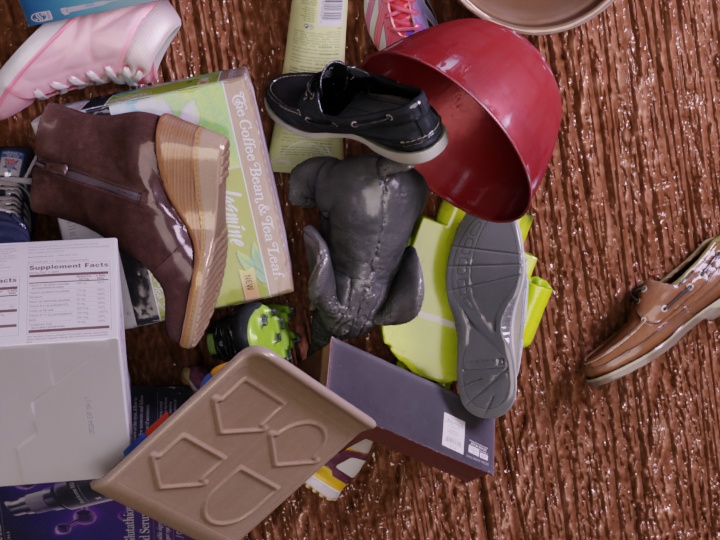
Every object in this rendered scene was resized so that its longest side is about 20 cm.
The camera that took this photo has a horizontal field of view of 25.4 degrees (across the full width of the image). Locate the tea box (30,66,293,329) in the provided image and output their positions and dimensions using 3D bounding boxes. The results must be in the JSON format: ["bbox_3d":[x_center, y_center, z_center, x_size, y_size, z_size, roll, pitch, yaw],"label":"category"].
[{"bbox_3d":[-0.175,-0.067,1.456,0.196,0.134,0.200,-13,102,-2],"label":"tea box"}]

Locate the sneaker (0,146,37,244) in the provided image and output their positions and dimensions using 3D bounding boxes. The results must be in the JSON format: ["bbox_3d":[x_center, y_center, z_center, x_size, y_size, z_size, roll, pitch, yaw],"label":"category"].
[{"bbox_3d":[-0.318,-0.058,1.414,0.070,0.200,0.109,7,92,-10],"label":"sneaker"}]

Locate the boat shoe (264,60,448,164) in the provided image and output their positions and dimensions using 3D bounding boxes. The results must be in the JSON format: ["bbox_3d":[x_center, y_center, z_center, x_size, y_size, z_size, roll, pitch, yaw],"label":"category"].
[{"bbox_3d":[-0.013,-0.152,1.401,0.074,0.199,0.066,-43,137,-23],"label":"boat shoe"}]

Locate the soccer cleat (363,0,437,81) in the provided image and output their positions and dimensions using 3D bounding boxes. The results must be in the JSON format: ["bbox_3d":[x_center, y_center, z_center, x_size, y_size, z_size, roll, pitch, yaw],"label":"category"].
[{"bbox_3d":[0.033,-0.272,1.471,0.067,0.076,0.201,-12,101,-4],"label":"soccer cleat"}]

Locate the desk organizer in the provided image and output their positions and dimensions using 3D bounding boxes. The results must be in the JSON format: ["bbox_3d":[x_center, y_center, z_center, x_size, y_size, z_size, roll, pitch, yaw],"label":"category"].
[{"bbox_3d":[0.028,0.142,1.508,0.200,0.072,0.077,26,141,-28],"label":"desk organizer"}]

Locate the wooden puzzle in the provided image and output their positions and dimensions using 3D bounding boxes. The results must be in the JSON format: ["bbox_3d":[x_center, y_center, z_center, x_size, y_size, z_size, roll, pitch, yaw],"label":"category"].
[{"bbox_3d":[-0.111,0.150,1.386,0.200,0.046,0.185,-39,139,11],"label":"wooden puzzle"}]

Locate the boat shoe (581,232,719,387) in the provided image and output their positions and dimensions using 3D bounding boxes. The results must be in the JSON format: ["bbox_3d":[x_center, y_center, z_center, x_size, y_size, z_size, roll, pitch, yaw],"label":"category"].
[{"bbox_3d":[0.292,0.037,1.565,0.200,0.072,0.068,-34,98,-9],"label":"boat shoe"}]

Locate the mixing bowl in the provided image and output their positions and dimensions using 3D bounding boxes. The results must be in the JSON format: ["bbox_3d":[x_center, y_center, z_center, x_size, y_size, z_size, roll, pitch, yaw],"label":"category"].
[{"bbox_3d":[0.106,-0.152,1.434,0.200,0.200,0.108,47,70,-12],"label":"mixing bowl"}]

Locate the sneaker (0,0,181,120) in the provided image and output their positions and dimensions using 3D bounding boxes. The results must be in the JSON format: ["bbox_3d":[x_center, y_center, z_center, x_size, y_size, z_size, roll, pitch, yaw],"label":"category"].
[{"bbox_3d":[-0.249,-0.187,1.456,0.200,0.075,0.105,-44,97,-1],"label":"sneaker"}]

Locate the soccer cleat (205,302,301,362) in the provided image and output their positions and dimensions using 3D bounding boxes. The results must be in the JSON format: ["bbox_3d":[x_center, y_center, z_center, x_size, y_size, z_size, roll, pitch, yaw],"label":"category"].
[{"bbox_3d":[-0.104,0.064,1.458,0.081,0.200,0.068,-11,90,4],"label":"soccer cleat"}]

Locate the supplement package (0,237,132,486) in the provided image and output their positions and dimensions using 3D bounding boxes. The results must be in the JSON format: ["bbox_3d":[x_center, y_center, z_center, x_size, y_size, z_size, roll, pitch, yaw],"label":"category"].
[{"bbox_3d":[-0.275,0.080,1.344,0.155,0.111,0.200,-3,140,-7],"label":"supplement package"}]

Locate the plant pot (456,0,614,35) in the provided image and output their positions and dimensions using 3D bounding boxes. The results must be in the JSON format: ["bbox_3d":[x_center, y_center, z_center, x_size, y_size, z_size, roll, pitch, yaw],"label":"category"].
[{"bbox_3d":[0.155,-0.320,1.467,0.200,0.093,0.201,-1,101,-5],"label":"plant pot"}]

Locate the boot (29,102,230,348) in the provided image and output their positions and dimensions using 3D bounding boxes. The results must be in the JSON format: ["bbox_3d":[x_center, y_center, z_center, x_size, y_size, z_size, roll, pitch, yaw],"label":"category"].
[{"bbox_3d":[-0.200,-0.040,1.370,0.166,0.072,0.201,8,104,8],"label":"boot"}]

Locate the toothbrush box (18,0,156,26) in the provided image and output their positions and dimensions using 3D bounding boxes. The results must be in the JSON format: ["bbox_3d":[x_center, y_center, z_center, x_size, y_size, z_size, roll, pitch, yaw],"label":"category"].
[{"bbox_3d":[-0.212,-0.314,1.400,0.199,0.085,0.147,-11,65,-4],"label":"toothbrush box"}]

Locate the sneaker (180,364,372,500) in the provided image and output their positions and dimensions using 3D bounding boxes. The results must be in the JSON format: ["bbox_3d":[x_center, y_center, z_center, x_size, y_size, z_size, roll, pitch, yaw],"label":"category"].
[{"bbox_3d":[-0.079,0.134,1.544,0.200,0.075,0.090,38,85,-16],"label":"sneaker"}]

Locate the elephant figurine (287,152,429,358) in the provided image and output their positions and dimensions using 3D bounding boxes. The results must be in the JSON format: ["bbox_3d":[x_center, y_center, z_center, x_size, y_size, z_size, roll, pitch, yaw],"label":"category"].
[{"bbox_3d":[0.000,0.000,1.462,0.141,0.155,0.201,3,82,23],"label":"elephant figurine"}]

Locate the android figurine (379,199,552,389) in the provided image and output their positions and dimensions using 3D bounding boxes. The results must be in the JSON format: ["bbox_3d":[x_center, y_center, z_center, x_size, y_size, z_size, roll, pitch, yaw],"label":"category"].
[{"bbox_3d":[0.092,0.024,1.551,0.182,0.041,0.200,18,98,-9],"label":"android figurine"}]

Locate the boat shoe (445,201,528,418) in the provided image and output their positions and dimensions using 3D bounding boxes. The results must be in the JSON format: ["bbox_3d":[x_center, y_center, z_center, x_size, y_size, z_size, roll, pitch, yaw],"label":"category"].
[{"bbox_3d":[0.123,0.036,1.512,0.074,0.065,0.203,-2,93,13],"label":"boat shoe"}]

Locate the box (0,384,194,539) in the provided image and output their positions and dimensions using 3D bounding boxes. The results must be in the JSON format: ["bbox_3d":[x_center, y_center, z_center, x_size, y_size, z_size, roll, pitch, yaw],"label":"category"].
[{"bbox_3d":[-0.253,0.194,1.486,0.199,0.104,0.148,-2,132,-5],"label":"box"}]

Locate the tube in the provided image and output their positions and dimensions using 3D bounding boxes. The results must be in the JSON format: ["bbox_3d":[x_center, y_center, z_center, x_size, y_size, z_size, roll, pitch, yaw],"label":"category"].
[{"bbox_3d":[-0.045,-0.186,1.496,0.058,0.052,0.201,19,113,35],"label":"tube"}]
